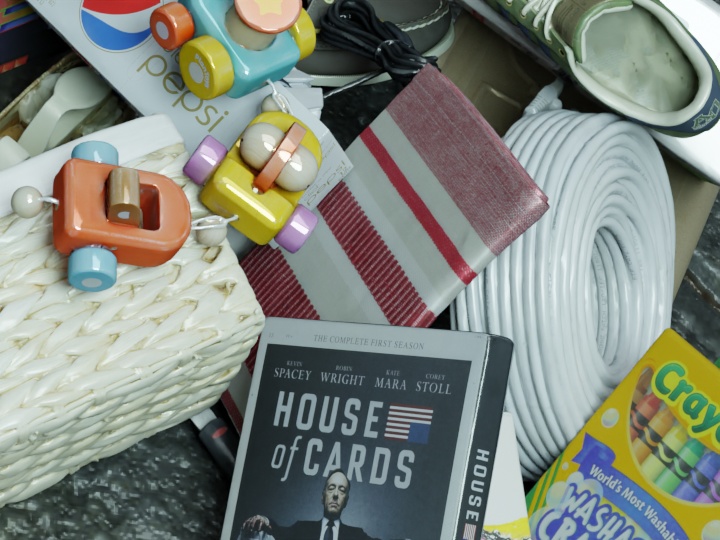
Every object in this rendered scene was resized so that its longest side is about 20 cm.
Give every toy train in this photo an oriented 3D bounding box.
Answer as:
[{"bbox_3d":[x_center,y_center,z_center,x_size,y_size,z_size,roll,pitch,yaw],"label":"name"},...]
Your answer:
[{"bbox_3d":[-0.082,-0.082,1.012,0.149,0.056,0.201,14,59,-22],"label":"toy train"}]

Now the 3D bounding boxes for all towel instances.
[{"bbox_3d":[0.000,0.000,1.099,0.023,0.200,0.144,36,13,-36],"label":"towel"}]

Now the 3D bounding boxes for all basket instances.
[{"bbox_3d":[-0.161,0.032,1.040,0.199,0.136,0.124,-24,75,-26],"label":"basket"}]

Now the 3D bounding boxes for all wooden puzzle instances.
[{"bbox_3d":[0.130,-0.081,1.329,0.199,0.046,0.186,33,49,-3],"label":"wooden puzzle"}]

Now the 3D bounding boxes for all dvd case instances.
[{"bbox_3d":[-0.006,0.125,0.996,0.025,0.150,0.202,18,79,-45],"label":"dvd case"}]

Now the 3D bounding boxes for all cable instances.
[{"bbox_3d":[0.115,0.014,1.160,0.069,0.202,0.200,0,24,27],"label":"cable"}]

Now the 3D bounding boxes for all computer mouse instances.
[{"bbox_3d":[-0.059,-0.090,1.183,0.199,0.044,0.110,-27,39,-7],"label":"computer mouse"}]

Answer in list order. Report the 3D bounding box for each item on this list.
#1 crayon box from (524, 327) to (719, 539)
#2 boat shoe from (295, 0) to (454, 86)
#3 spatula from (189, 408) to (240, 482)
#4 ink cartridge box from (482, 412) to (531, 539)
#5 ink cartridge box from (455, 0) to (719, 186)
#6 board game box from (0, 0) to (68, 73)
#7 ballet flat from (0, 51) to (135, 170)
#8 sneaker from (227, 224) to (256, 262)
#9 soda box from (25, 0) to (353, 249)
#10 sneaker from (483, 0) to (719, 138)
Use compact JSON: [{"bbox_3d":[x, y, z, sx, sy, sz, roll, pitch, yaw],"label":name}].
[{"bbox_3d":[0.156,0.119,1.061,0.052,0.200,0.126,37,4,-41],"label":"crayon box"},{"bbox_3d":[-0.036,-0.150,1.263,0.199,0.061,0.072,-9,44,-15],"label":"boat shoe"},{"bbox_3d":[-0.091,0.072,1.126,0.056,0.021,0.200,-32,74,-32],"label":"spatula"},{"bbox_3d":[0.032,0.145,1.063,0.067,0.117,0.201,10,52,-23],"label":"ink cartridge box"},{"bbox_3d":[0.154,-0.139,1.250,0.199,0.084,0.146,35,6,0],"label":"ink cartridge box"},{"bbox_3d":[-0.179,-0.196,1.168,0.165,0.201,0.057,-30,68,-37],"label":"board game box"},{"bbox_3d":[-0.185,-0.062,1.155,0.070,0.065,0.200,34,49,1],"label":"ballet flat"},{"bbox_3d":[-0.009,-0.046,1.194,0.200,0.108,0.068,11,52,-16],"label":"sneaker"},{"bbox_3d":[-0.097,-0.106,1.125,0.064,0.068,0.200,-46,73,-2],"label":"soda box"},{"bbox_3d":[0.116,-0.143,1.132,0.200,0.067,0.090,40,9,0],"label":"sneaker"}]
